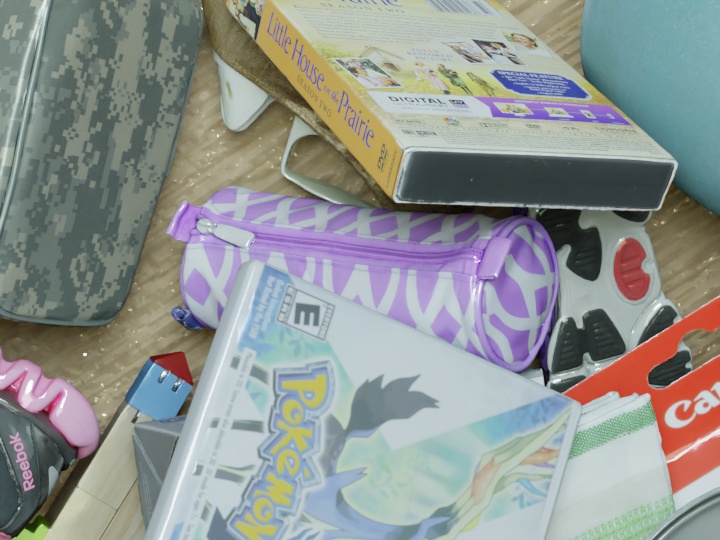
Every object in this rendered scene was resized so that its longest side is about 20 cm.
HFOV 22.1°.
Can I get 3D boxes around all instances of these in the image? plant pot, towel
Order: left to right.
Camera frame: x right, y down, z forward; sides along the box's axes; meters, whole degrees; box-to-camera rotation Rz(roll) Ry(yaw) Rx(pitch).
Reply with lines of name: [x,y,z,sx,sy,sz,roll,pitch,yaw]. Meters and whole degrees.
towel: [0.098,0.173,0.923,0.149,0.031,0.200,-18,104,-18]
plant pot: [0.189,-0.120,0.914,0.135,0.200,0.200,18,96,25]

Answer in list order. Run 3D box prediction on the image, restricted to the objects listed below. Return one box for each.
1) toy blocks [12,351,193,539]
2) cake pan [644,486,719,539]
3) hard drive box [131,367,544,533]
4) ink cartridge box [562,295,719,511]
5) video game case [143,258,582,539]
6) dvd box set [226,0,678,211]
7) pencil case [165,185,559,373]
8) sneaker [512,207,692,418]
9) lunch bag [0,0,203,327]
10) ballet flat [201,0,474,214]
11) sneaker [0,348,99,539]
toy blocks: [-0.079,0.133,0.986,0.200,0.100,0.137,33,86,-11]
cake pan: [0.211,0.203,0.928,0.200,0.037,0.200,-3,101,-17]
hard drive box: [-0.002,0.138,0.935,0.200,0.077,0.156,-9,93,-25]
ink cartridge box: [0.219,0.108,0.959,0.162,0.050,0.200,-32,114,4]
video game case: [-0.003,0.120,0.829,0.182,0.022,0.200,24,73,-20]
dvd box set: [0.038,-0.090,0.879,0.146,0.200,0.029,0,121,-30]
pencil case: [0.000,0.000,0.932,0.200,0.086,0.084,6,58,30]
sneaker: [0.122,0.006,0.975,0.081,0.083,0.200,-12,111,-8]
lunch bag: [-0.198,-0.076,0.948,0.168,0.139,0.200,16,95,29]
ballet flat: [-0.027,-0.085,0.980,0.200,0.068,0.072,41,109,-6]
sneaker: [-0.230,0.063,0.894,0.200,0.079,0.095,30,65,-5]
